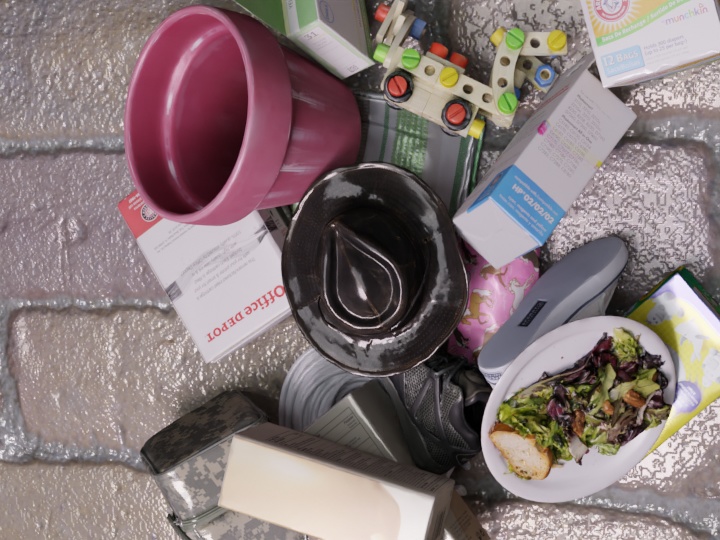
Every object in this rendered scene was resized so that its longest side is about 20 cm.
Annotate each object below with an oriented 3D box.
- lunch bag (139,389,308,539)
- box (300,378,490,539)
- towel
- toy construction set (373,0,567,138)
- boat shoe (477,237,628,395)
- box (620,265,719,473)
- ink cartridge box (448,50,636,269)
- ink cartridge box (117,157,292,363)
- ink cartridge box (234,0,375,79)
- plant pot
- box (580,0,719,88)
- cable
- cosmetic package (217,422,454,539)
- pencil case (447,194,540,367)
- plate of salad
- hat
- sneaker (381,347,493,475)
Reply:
[{"bbox_3d":[-0.134,0.238,1.400,0.138,0.200,0.169,-31,101,-13],"label":"lunch bag"},{"bbox_3d":[0.029,0.219,1.321,0.095,0.078,0.201,-38,83,22],"label":"box"},{"bbox_3d":[0.024,-0.108,1.373,0.197,0.031,0.152,12,102,20],"label":"towel"},{"bbox_3d":[0.090,-0.203,1.289,0.198,0.092,0.133,25,86,18],"label":"toy construction set"},{"bbox_3d":[0.198,0.059,1.271,0.074,0.202,0.087,4,133,51],"label":"boat shoe"},{"bbox_3d":[0.275,0.105,1.296,0.118,0.048,0.200,48,114,8],"label":"box"},{"bbox_3d":[0.177,-0.106,1.227,0.068,0.115,0.201,40,72,-6],"label":"ink cartridge box"},{"bbox_3d":[-0.144,-0.026,1.425,0.146,0.083,0.202,-32,85,24],"label":"ink cartridge box"},{"bbox_3d":[-0.064,-0.288,1.265,0.047,0.199,0.148,-21,63,25],"label":"ink cartridge box"},{"bbox_3d":[-0.103,-0.140,1.295,0.198,0.177,0.204,-4,84,44],"label":"plant pot"},{"bbox_3d":[0.268,-0.225,1.160,0.111,0.200,0.103,-15,93,23],"label":"box"},{"bbox_3d":[0.012,0.160,1.401,0.198,0.069,0.203,-22,89,24],"label":"cable"},{"bbox_3d":[-0.021,0.206,1.236,0.197,0.105,0.072,15,94,16],"label":"cosmetic package"},{"bbox_3d":[0.131,0.026,1.324,0.082,0.085,0.203,23,110,56],"label":"pencil case"},{"bbox_3d":[0.205,0.135,1.223,0.197,0.048,0.203,-8,118,-16],"label":"plate of salad"},{"bbox_3d":[0.000,0.000,1.225,0.197,0.081,0.204,0,91,19],"label":"hat"},{"bbox_3d":[0.070,0.088,1.283,0.114,0.076,0.202,-31,79,41],"label":"sneaker"}]
